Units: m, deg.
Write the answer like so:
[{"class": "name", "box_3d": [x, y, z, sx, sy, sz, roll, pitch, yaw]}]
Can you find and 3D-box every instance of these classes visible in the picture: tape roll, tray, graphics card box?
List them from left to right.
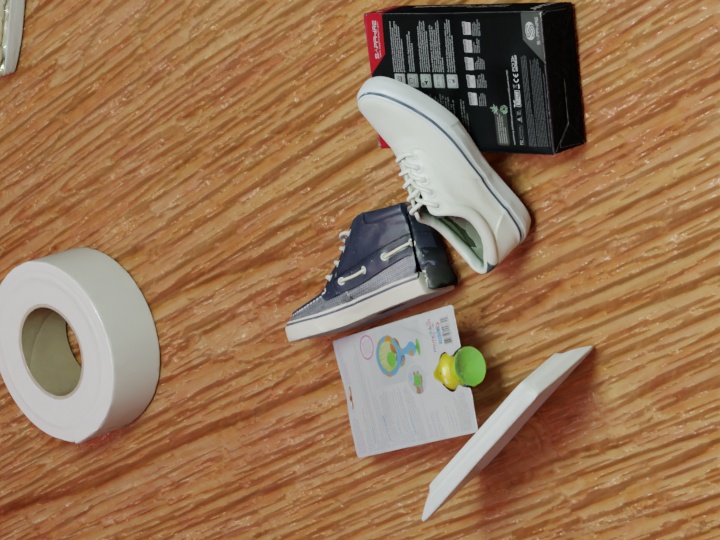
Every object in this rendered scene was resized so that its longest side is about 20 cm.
[{"class": "tape roll", "box_3d": [-0.308, 0.080, 2.238, 0.202, 0.071, 0.203, 14, 112, 38]}, {"class": "graphics card box", "box_3d": [0.097, -0.167, 1.798, 0.200, 0.051, 0.126, 5, 107, 43]}, {"class": "tray", "box_3d": [0.123, 0.139, 1.832, 0.022, 0.107, 0.200, 44, 130, 9]}]

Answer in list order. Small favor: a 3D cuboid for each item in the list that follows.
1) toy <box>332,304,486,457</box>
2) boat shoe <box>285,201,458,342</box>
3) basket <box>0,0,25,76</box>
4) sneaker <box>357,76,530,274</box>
[{"class": "toy", "box_3d": [0.053, 0.103, 1.921, 0.200, 0.047, 0.115, -20, 80, 58]}, {"class": "boat shoe", "box_3d": [0.000, 0.000, 1.935, 0.200, 0.075, 0.093, -22, 82, 37]}, {"class": "basket", "box_3d": [-0.442, -0.310, 2.197, 0.135, 0.123, 0.200, 28, 120, 32]}, {"class": "sneaker", "box_3d": [0.066, -0.080, 1.780, 0.200, 0.071, 0.073, 44, 149, -15]}]
